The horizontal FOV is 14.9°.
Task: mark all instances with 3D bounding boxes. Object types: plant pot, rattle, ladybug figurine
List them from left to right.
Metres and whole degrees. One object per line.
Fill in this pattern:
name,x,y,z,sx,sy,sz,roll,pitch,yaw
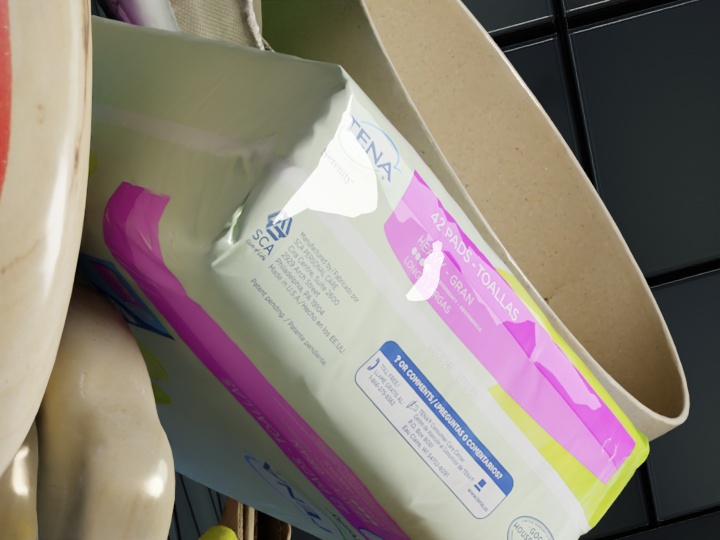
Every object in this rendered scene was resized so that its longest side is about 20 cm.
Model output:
ladybug figurine,-0.117,-0.038,0.656,0.136,0.072,0.201,-36,-129,49
rattle,-0.055,0.052,0.723,0.200,0.142,0.131,-142,-136,-65
plant pot,0.000,0.000,0.927,0.200,0.134,0.200,51,16,-21

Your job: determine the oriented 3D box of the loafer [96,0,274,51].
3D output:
loafer,-0.049,-0.106,0.757,0.075,0.069,0.200,55,-7,40

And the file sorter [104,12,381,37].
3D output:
file sorter,-0.093,-0.102,1.046,0.139,0.199,0.123,-108,-175,-72

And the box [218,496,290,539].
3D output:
box,-0.054,0.192,0.950,0.164,0.021,0.201,-95,-162,-55

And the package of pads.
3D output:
package of pads,-0.032,0.006,0.733,0.200,0.068,0.155,18,-26,52
